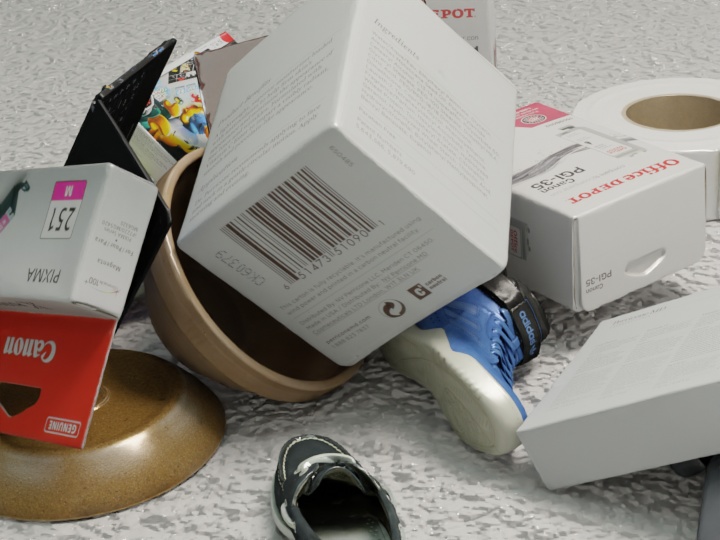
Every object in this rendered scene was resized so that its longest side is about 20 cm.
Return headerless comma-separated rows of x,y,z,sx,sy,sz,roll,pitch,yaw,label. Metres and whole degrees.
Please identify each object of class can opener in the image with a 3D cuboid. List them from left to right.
0.215,0.141,0.863,0.067,0.053,0.200,-29,14,29,can opener

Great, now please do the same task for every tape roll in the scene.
0.298,-0.117,1.340,0.201,0.071,0.203,-4,25,2,tape roll

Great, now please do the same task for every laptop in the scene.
-0.169,-0.043,1.036,0.103,0.178,0.200,33,32,0,laptop

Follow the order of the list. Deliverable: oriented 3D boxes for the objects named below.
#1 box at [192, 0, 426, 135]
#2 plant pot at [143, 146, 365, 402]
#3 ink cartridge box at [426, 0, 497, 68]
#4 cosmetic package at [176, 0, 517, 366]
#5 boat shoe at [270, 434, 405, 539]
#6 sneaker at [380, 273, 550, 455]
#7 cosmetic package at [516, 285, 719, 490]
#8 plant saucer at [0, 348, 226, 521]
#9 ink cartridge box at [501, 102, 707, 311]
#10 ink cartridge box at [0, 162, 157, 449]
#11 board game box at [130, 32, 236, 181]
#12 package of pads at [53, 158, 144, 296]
-0.029,-0.146,1.184,0.199,0.075,0.101,-14,64,-1,box
-0.093,0.016,1.061,0.093,0.201,0.201,-35,8,33,plant pot
0.058,-0.183,1.371,0.144,0.201,0.085,-1,25,9,ink cartridge box
-0.003,-0.077,1.020,0.165,0.165,0.201,-33,32,35,cosmetic package
-0.011,0.145,0.865,0.075,0.061,0.200,-13,27,-15,boat shoe
0.094,0.054,1.014,0.111,0.077,0.200,-23,23,-14,sneaker
0.216,0.062,0.906,0.200,0.052,0.151,-21,16,40,cosmetic package
-0.196,0.104,1.014,0.199,0.036,0.200,-5,26,2,plant saucer
0.158,-0.057,1.147,0.146,0.083,0.200,-22,31,-29,ink cartridge box
-0.227,0.020,0.956,0.043,0.174,0.200,25,-16,-40,ink cartridge box
-0.137,-0.137,1.316,0.126,0.035,0.200,45,37,0,board game box
-0.245,-0.028,1.223,0.154,0.068,0.200,-31,33,-13,package of pads
